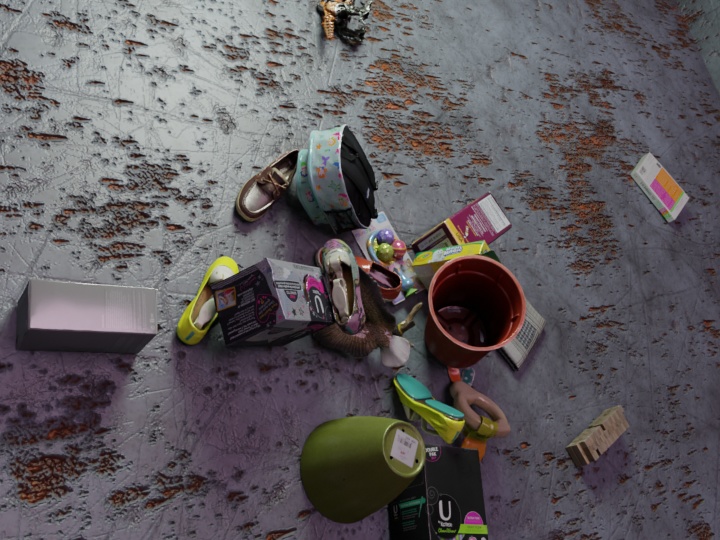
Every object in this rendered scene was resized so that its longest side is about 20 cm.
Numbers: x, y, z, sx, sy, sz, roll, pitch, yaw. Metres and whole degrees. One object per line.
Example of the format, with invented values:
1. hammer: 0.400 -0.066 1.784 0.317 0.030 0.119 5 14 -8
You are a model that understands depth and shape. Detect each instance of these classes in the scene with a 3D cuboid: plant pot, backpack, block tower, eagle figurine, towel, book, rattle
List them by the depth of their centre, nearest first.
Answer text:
1. plant pot: 0.020 0.334 1.316 0.185 0.199 0.190 16 59 -29
2. eagle figurine: 0.009 0.097 1.480 0.199 0.150 0.154 31 62 -33
3. backpack: -0.052 -0.193 1.526 0.201 0.148 0.180 64 25 -58
4. plant pot: 0.220 0.102 1.554 0.197 0.196 0.204 3 65 -6
5. rattle: 0.220 0.310 1.593 0.128 0.145 0.200 -7 36 -32
6. towel: 0.355 0.107 1.785 0.201 0.034 0.193 49 49 -5
7. block tower: 0.575 0.397 1.791 0.199 0.054 0.058 -27 86 -41
8. book: 0.970 -0.270 2.417 0.201 0.048 0.134 50 51 -4

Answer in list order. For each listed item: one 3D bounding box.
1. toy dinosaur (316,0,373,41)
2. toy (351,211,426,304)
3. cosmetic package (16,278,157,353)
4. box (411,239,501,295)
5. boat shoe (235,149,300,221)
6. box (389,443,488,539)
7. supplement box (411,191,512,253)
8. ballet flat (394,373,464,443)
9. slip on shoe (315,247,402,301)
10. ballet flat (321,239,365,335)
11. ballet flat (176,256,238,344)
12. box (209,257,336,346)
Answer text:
1. toy dinosaur: -0.048 -0.619 1.824 0.133 0.102 0.203 18 71 -1
2. toy: 0.071 -0.036 1.637 0.114 0.047 0.202 -23 84 -42
3. cosmetic package: -0.431 0.076 1.175 0.197 0.106 0.092 10 62 -34
4. box: 0.223 -0.001 1.612 0.118 0.197 0.049 53 45 -33
5. boat shoe: -0.179 -0.180 1.507 0.072 0.072 0.201 45 49 -8
6. box: 0.143 0.443 1.403 0.147 0.124 0.203 14 59 -32
7. supplement box: 0.236 -0.082 1.726 0.199 0.131 0.104 -32 88 -42
8. ballet flat: 0.124 0.274 1.461 0.066 0.199 0.068 5 106 -38
9. slip on shoe: 0.000 0.000 1.550 0.197 0.061 0.075 26 56 -10
10. ballet flat: -0.036 0.020 1.386 0.071 0.068 0.203 49 25 -63
11. ballet flat: -0.262 0.046 1.338 0.066 0.067 0.202 37 51 -15
12. box: -0.148 0.062 1.322 0.199 0.130 0.117 10 59 -67
